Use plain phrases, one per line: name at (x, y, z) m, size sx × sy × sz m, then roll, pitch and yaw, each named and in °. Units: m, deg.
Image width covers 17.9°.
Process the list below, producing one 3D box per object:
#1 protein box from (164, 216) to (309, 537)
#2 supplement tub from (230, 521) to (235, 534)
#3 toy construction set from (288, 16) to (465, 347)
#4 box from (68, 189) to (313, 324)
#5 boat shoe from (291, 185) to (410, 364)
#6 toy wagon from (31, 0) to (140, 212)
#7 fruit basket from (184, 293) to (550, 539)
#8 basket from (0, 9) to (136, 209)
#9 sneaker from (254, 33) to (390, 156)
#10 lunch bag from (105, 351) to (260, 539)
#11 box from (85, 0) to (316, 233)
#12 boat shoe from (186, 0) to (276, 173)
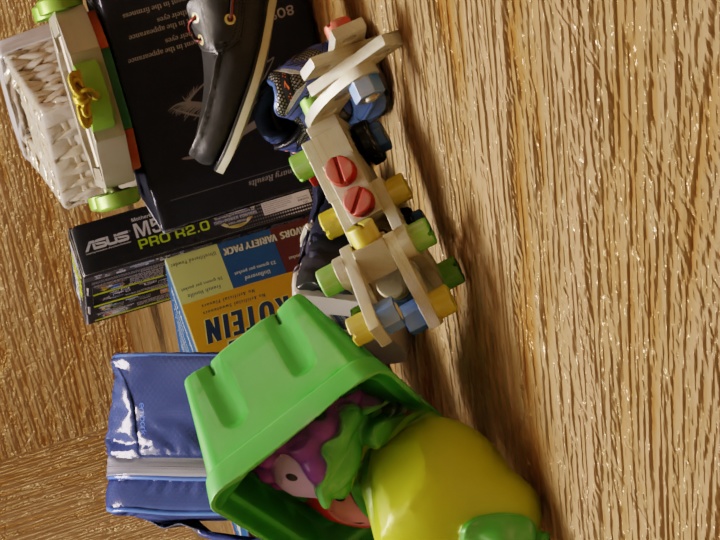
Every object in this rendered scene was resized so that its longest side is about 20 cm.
protein box at (-0.059, 0.105, 1.832) m, size 0.200 × 0.134 × 0.199 m, roll 87°, pitch 163°, yaw -54°
supplement tub at (-0.064, 0.190, 2.042) m, size 0.123 × 0.122 × 0.201 m, roll 109°, pitch 143°, yaw -73°
toy construction set at (0.002, -0.048, 1.374) m, size 0.131 × 0.092 × 0.201 m, roll 24°, pitch -126°, yaw -76°
box at (-0.138, -0.021, 1.879) m, size 0.160 × 0.199 × 0.044 m, roll 109°, pitch 143°, yaw -75°
boat shoe at (0.000, 0.000, 1.580) m, size 0.200 × 0.074 × 0.093 m, roll 73°, pitch -155°, yaw -72°
toy wagon at (-0.189, -0.119, 1.615) m, size 0.200 × 0.039 × 0.156 m, roll -168°, pitch 61°, yaw -79°
fruit basket at (0.011, 0.131, 1.392) m, size 0.216 × 0.155 × 0.216 m, roll 52°, pitch -174°, yaw -8°
basket at (-0.223, -0.163, 2.151) m, size 0.123 × 0.199 × 0.136 m, roll -127°, pitch 21°, yaw -46°
sneaker at (-0.035, -0.107, 1.519) m, size 0.200 × 0.078 × 0.076 m, roll 107°, pitch 146°, yaw -72°
lunch bag at (-0.073, 0.125, 1.593) m, size 0.136 × 0.199 × 0.133 m, roll 13°, pitch -103°, yaw -67°
box at (-0.108, -0.148, 1.659) m, size 0.104 × 0.147 × 0.201 m, roll -132°, pitch 28°, yaw -68°
boat shoe at (-0.082, -0.165, 1.475) m, size 0.074 × 0.063 × 0.202 m, roll -159°, pitch 82°, yaw -80°
